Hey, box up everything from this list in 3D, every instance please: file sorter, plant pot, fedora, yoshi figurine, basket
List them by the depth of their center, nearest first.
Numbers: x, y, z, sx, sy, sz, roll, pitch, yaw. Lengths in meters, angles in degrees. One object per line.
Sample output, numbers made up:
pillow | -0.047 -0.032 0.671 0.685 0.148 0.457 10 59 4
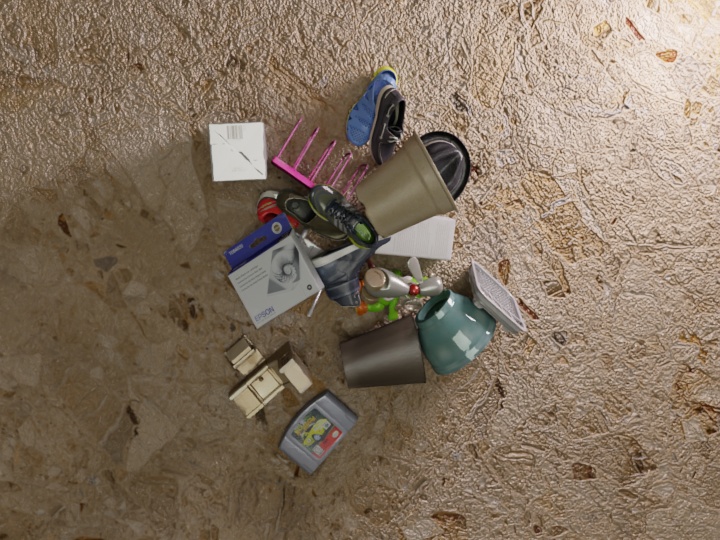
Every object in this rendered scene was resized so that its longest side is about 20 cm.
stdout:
plant pot | 0.093 -0.174 1.422 0.181 0.201 0.203 -30 103 10
file sorter | -0.095 -0.249 1.493 0.198 0.139 0.127 33 91 -12
fedora | 0.188 -0.239 1.554 0.195 0.092 0.207 -1 101 -8
plant pot | 0.217 0.134 1.572 0.200 0.200 0.135 -42 102 1
yoshi figurine | 0.082 0.057 1.600 0.194 0.113 0.115 -8 125 6
basket | 0.052 0.217 1.602 0.194 0.136 0.185 -12 108 -2

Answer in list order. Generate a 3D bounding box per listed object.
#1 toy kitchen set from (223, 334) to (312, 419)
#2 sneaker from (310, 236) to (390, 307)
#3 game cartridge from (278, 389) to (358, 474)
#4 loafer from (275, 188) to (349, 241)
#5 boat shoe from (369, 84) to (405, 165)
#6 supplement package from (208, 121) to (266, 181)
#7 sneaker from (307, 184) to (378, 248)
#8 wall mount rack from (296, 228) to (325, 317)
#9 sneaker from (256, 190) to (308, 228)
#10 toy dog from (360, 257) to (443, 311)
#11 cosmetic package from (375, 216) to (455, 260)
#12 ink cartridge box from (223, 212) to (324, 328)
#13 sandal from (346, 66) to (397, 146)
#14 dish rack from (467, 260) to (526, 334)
toy kitchen set | -0.246 0.251 1.538 0.199 0.180 0.164 -40 102 -4
sneaker | -0.001 0.000 1.513 0.198 0.077 0.149 -24 99 -4
game cartridge | -0.116 0.417 1.662 0.133 0.041 0.201 41 93 -9
loafer | -0.103 -0.119 1.465 0.196 0.070 0.077 23 101 -16
boat shoe | 0.068 -0.326 1.496 0.072 0.063 0.204 -25 139 -32
supplement package | -0.269 -0.268 1.431 0.118 0.200 0.123 -4 102 -7
sneaker | -0.030 -0.120 1.408 0.198 0.081 0.075 36 86 -18
wall mount rack | -0.131 0.002 1.564 0.198 0.075 0.176 33 95 -11
sneaker | -0.152 -0.128 1.527 0.194 0.077 0.087 8 67 0
toy dog | 0.083 0.017 1.465 0.196 0.132 0.099 10 59 -30
cosmetic package | 0.129 -0.088 1.585 0.194 0.071 0.104 5 100 -9
ink cartridge box | -0.211 0.001 1.493 0.197 0.041 0.203 -31 89 18
sandal | 0.027 -0.390 1.510 0.078 0.087 0.204 24 98 -13
dish rack | 0.329 0.072 1.586 0.171 0.201 0.044 40 112 -13
